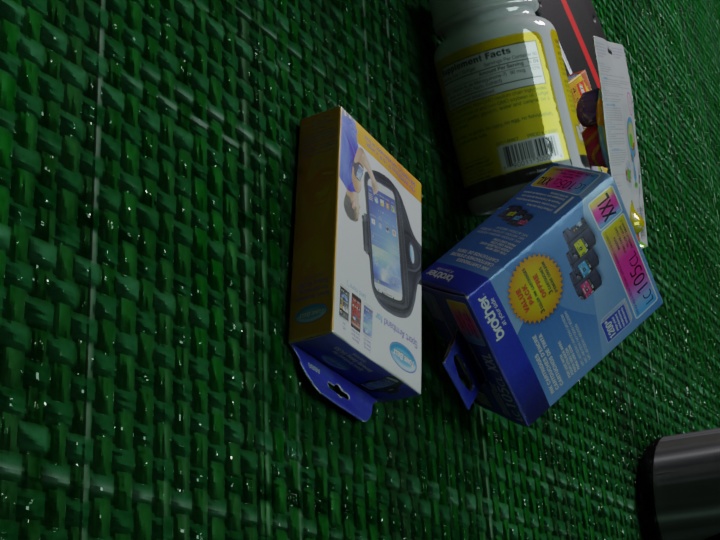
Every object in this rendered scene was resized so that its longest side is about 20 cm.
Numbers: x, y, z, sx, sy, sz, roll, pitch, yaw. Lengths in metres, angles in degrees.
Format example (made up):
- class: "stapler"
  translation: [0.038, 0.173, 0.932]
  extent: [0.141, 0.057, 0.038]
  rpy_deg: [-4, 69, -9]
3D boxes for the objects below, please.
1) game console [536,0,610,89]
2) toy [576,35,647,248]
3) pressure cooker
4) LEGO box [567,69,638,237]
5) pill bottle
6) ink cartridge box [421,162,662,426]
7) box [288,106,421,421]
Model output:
- class: "game console"
  translation: [0.245, -0.288, 1.440]
  extent: [0.200, 0.031, 0.177]
  rpy_deg: [60, 36, -26]
- class: "toy"
  translation: [0.234, -0.115, 1.147]
  extent: [0.115, 0.047, 0.201]
  rpy_deg: [-12, 92, -65]
- class: "pressure cooker"
  translation: [0.424, 0.253, 1.319]
  extent: [0.176, 0.199, 0.179]
  rpy_deg: [-4, 81, -62]
- class: "LEGO box"
  translation: [0.205, -0.084, 1.212]
  extent: [0.149, 0.077, 0.201]
  rpy_deg: [-39, 111, -59]
- class: "pill bottle"
  translation: [0.130, -0.158, 1.073]
  extent: [0.114, 0.114, 0.201]
  rpy_deg: [-7, 84, -62]
- class: "ink cartridge box"
  translation: [0.135, 0.027, 0.972]
  extent: [0.200, 0.076, 0.137]
  rpy_deg: [-38, 117, -19]
- class: "box"
  translation: [0.000, 0.000, 0.843]
  extent: [0.119, 0.041, 0.201]
  rpy_deg: [38, 43, -49]
